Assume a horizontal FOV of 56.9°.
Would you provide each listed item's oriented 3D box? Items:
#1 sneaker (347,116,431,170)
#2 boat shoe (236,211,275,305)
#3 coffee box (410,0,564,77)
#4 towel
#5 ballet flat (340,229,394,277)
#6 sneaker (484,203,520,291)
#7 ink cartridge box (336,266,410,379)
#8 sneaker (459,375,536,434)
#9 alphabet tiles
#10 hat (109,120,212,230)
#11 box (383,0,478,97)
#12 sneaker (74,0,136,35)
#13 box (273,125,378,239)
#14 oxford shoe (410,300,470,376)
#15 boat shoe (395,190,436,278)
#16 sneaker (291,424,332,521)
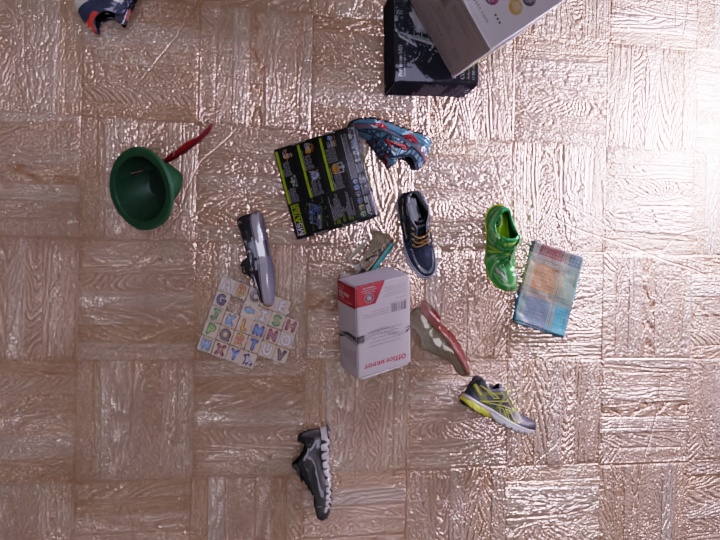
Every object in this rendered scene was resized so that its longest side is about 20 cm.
[{"bbox_3d":[0.061,-0.279,1.482,0.195,0.079,0.098,15,90,-10],"label":"sneaker"},{"bbox_3d":[-0.231,-0.022,1.438,0.064,0.070,0.206,-9,95,7],"label":"boat shoe"},{"bbox_3d":[0.246,-0.548,1.330,0.195,0.200,0.203,-33,97,-10],"label":"coffee box"},{"bbox_3d":[0.448,0.045,1.585,0.143,0.022,0.206,16,87,-11],"label":"towel"},{"bbox_3d":[0.000,0.000,1.484,0.074,0.068,0.203,29,85,11],"label":"ballet flat"},{"bbox_3d":[0.326,-0.051,1.530,0.072,0.083,0.206,-9,93,-10],"label":"sneaker"},{"bbox_3d":[0.030,0.110,1.432,0.144,0.082,0.206,-12,109,-32],"label":"ink cartridge box"},{"bbox_3d":[0.329,0.312,1.538,0.196,0.074,0.086,26,85,-10],"label":"sneaker"},{"bbox_3d":[-0.241,0.126,1.464,0.195,0.008,0.171,21,86,-10],"label":"alphabet tiles"},{"bbox_3d":[-0.408,-0.194,1.426,0.196,0.176,0.169,-19,97,28],"label":"hat"},{"bbox_3d":[0.154,-0.501,1.476,0.191,0.124,0.206,-1,91,-8],"label":"box"},{"bbox_3d":[-0.489,-0.562,1.382,0.197,0.075,0.086,-31,94,1],"label":"sneaker"},{"bbox_3d":[-0.074,-0.190,1.449,0.188,0.047,0.206,-15,93,10],"label":"box"},{"bbox_3d":[0.179,0.167,1.522,0.073,0.071,0.202,-35,93,13],"label":"oxford shoe"},{"bbox_3d":[0.130,-0.078,1.489,0.069,0.091,0.205,-19,94,-9],"label":"boat shoe"},{"bbox_3d":[-0.107,0.446,1.465,0.088,0.066,0.206,-1,87,-7],"label":"sneaker"}]
